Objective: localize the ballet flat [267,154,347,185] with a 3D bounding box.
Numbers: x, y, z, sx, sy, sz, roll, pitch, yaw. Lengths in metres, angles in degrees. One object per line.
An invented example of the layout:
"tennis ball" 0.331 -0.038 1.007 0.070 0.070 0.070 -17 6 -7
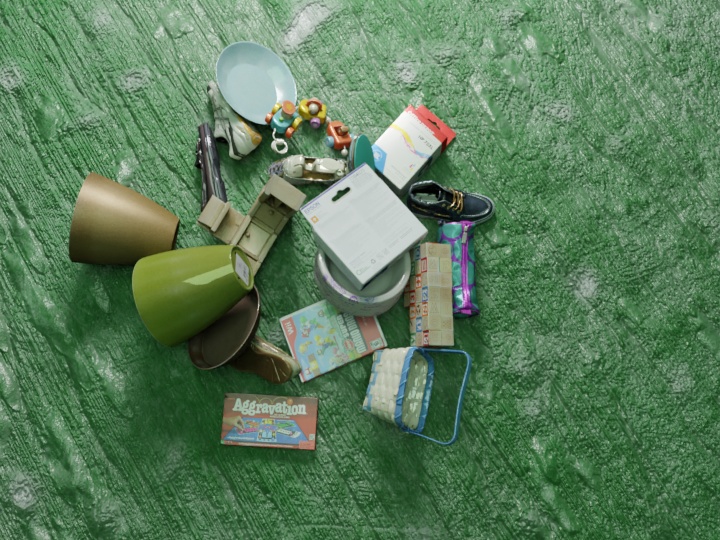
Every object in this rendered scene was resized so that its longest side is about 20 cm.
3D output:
"ballet flat" -0.109 -0.225 1.641 0.194 0.072 0.074 5 77 3

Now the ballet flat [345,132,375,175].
"ballet flat" 0.000 -0.189 1.600 0.072 0.074 0.206 -11 102 -2

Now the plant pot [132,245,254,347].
"plant pot" -0.318 0.029 1.495 0.196 0.187 0.192 -21 76 14

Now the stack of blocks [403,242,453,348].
"stack of blocks" 0.137 0.055 1.538 0.057 0.115 0.206 3 80 -21

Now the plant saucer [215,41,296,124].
"plant saucer" -0.236 -0.410 1.673 0.197 0.038 0.207 12 66 -29

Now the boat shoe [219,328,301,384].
"boat shoe" -0.213 0.177 1.550 0.197 0.062 0.075 26 103 25

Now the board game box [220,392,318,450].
"board game box" -0.186 0.310 1.542 0.194 0.019 0.106 3 76 2

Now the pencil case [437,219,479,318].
"pencil case" 0.204 -0.002 1.568 0.083 0.092 0.206 2 78 -16

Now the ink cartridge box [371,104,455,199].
"ink cartridge box" 0.111 -0.274 1.646 0.116 0.067 0.201 40 81 11

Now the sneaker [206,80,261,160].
"sneaker" -0.303 -0.333 1.669 0.087 0.075 0.202 -42 65 16

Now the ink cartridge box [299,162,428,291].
"ink cartridge box" 0.005 -0.091 1.513 0.198 0.041 0.201 -36 78 -27

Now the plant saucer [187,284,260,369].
"plant saucer" -0.271 0.115 1.530 0.197 0.034 0.204 -25 45 27

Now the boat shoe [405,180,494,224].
"boat shoe" 0.194 -0.144 1.602 0.194 0.091 0.073 3 76 2

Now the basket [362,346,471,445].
"basket" 0.115 0.234 1.480 0.196 0.138 0.181 7 75 35

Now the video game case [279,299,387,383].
"video game case" -0.057 0.131 1.581 0.196 0.017 0.146 -22 78 -4

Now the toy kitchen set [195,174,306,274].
"toy kitchen set" -0.241 -0.101 1.534 0.161 0.180 0.203 32 79 -12

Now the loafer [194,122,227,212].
"loafer" -0.340 -0.224 1.647 0.061 0.072 0.205 -14 80 2

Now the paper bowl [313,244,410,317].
"paper bowl" 0.000 0.000 1.549 0.195 0.105 0.205 6 59 -11

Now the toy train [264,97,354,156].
"toy train" -0.108 -0.319 1.637 0.195 0.056 0.153 -9 62 -27

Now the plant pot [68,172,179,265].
"plant pot" -0.486 -0.088 1.577 0.195 0.186 0.192 13 77 -10
